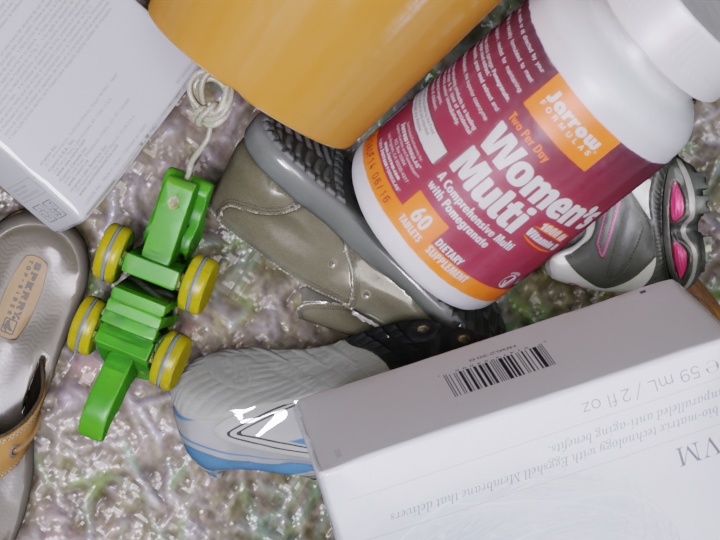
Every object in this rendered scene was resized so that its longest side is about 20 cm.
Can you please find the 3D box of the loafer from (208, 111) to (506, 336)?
[{"bbox_3d":[0.000,0.000,1.435,0.070,0.075,0.200,-40,106,24],"label":"loafer"}]

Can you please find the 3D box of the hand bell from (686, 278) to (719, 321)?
[{"bbox_3d":[0.210,0.092,1.492,0.104,0.104,0.201,-21,88,-12],"label":"hand bell"}]

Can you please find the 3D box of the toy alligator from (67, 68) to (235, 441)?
[{"bbox_3d":[-0.100,-0.009,1.403,0.059,0.054,0.201,21,95,6],"label":"toy alligator"}]

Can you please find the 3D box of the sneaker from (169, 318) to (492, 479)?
[{"bbox_3d":[0.001,0.072,1.401,0.199,0.072,0.073,-3,135,20],"label":"sneaker"}]

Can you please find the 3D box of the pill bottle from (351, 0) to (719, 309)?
[{"bbox_3d":[0.099,-0.079,1.386,0.200,0.110,0.110,-40,105,24],"label":"pill bottle"}]

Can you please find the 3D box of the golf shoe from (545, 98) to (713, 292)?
[{"bbox_3d":[0.138,-0.087,1.457,0.087,0.077,0.201,-4,90,0],"label":"golf shoe"}]

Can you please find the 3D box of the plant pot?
[{"bbox_3d":[-0.007,-0.170,1.361,0.200,0.200,0.184,33,101,-15],"label":"plant pot"}]

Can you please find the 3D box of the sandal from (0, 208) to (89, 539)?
[{"bbox_3d":[-0.187,0.066,1.389,0.081,0.055,0.201,23,87,-16],"label":"sandal"}]

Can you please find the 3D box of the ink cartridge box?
[{"bbox_3d":[-0.188,-0.125,1.367,0.200,0.050,0.109,41,69,-13],"label":"ink cartridge box"}]

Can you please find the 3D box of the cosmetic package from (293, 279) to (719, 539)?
[{"bbox_3d":[0.095,0.138,1.285,0.198,0.123,0.201,-18,105,-3],"label":"cosmetic package"}]
